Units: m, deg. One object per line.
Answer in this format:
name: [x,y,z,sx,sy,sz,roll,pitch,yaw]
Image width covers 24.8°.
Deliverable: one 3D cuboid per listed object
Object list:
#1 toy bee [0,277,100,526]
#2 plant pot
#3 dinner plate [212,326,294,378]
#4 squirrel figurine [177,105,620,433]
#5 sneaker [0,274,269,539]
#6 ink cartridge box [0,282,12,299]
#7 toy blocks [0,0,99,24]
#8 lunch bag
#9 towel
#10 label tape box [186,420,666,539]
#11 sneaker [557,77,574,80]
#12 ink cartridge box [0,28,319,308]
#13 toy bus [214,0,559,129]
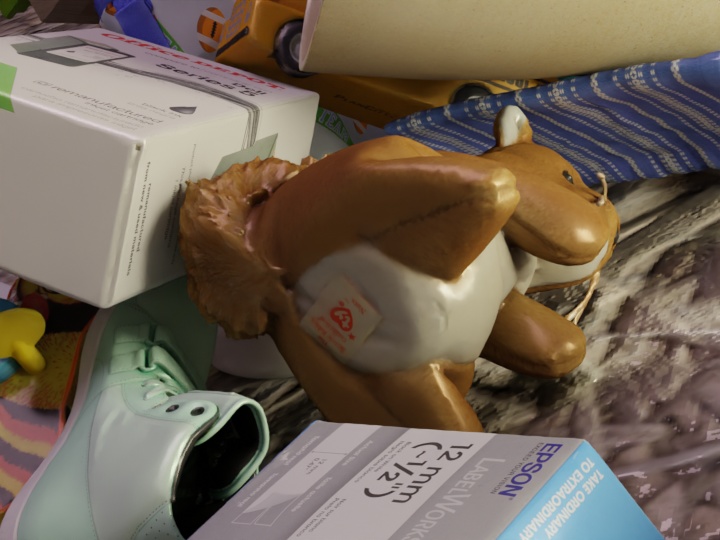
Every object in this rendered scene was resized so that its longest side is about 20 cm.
toy bee: [-0.155,0.034,0.825,0.108,0.201,0.131,-11,-10,10]
plant pot: [0.086,-0.169,0.799,0.199,0.188,0.187,11,20,-6]
dinner plate: [0.000,0.000,0.936,0.199,0.024,0.200,-19,19,7]
squirrel figurine: [0.023,-0.017,0.763,0.199,0.142,0.187,9,26,28]
sneaker: [-0.076,0.063,0.752,0.118,0.074,0.201,-16,36,32]
ink cartridge box: [-0.296,0.033,0.940,0.199,0.057,0.163,15,23,4]
toy blocks: [-0.120,-0.221,1.018,0.136,0.100,0.200,-10,-27,-51]
lunch bag: [-0.068,-0.110,1.001,0.124,0.170,0.200,-30,1,24]
towel: [0.133,-0.070,0.858,0.199,0.024,0.145,-8,-17,37]
label tape box: [0.022,0.117,0.550,0.199,0.066,0.143,-4,27,45]
sneaker: [0.200,-0.112,0.886,0.199,0.080,0.077,17,0,22]
ink cartridge box: [-0.129,-0.060,0.817,0.145,0.084,0.200,19,18,17]
toy bus: [0.023,-0.119,0.925,0.199,0.079,0.065,17,-13,-20]
